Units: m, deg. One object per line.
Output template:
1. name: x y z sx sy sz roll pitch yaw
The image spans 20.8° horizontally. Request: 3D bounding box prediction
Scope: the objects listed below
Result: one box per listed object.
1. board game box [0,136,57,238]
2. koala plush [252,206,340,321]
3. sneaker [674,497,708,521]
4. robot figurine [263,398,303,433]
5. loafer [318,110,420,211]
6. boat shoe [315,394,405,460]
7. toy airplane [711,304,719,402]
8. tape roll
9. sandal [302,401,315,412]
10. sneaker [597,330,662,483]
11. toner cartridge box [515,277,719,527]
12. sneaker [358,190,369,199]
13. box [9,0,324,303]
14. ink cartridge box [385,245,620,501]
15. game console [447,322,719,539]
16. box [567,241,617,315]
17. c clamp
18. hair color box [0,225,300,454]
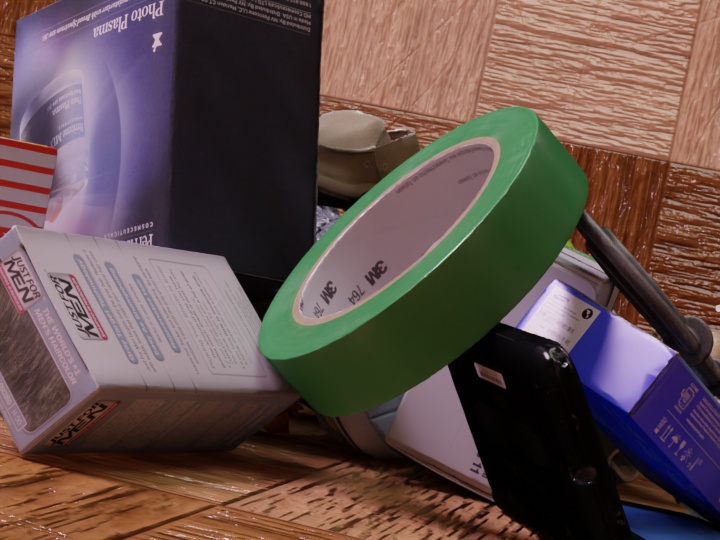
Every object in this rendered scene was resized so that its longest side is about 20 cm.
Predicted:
1. board game box: -0.256 -0.011 1.167 0.046 0.152 0.200 10 3 -36
2. koala plush: -0.025 0.006 1.466 0.200 0.184 0.177 9 0 43
3. sneaker: 0.294 0.143 1.183 0.200 0.075 0.087 14 -3 43
4. robot figurine: -0.137 0.059 1.214 0.200 0.058 0.145 11 1 -41
5. loafer: -0.021 -0.079 1.363 0.075 0.069 0.200 -2 -5 32
6. boat shoe: 0.003 0.090 1.261 0.062 0.072 0.200 -10 -9 13
7. toy airplane: 0.292 0.080 1.378 0.141 0.200 0.200 5 -18 17
8. tape roll: 0.033 -0.006 1.082 0.048 0.200 0.200 47 -10 -17
9. sandal: -0.020 0.078 1.384 0.199 0.054 0.080 -1 -27 -16
10. sneaker: 0.159 0.113 1.372 0.067 0.090 0.200 -31 1 -38
11. toner cartridge box: 0.168 0.084 1.092 0.095 0.043 0.200 36 -5 41
12. sneaker: 0.000 0.000 1.291 0.075 0.116 0.200 -14 -13 26
13. box: -0.129 -0.078 1.248 0.123 0.199 0.200 10 -15 -38
14. ink cartridge box: 0.096 0.053 1.223 0.083 0.147 0.200 25 5 10
15. game console: 0.140 0.093 1.026 0.116 0.176 0.200 -21 8 -11
16. box: 0.150 0.050 1.460 0.048 0.200 0.122 -29 -6 -22
17. c clamp: 0.179 0.032 1.111 0.171 0.027 0.200 54 7 25
18. hair color box: -0.122 0.041 1.044 0.099 0.061 0.200 59 21 19
